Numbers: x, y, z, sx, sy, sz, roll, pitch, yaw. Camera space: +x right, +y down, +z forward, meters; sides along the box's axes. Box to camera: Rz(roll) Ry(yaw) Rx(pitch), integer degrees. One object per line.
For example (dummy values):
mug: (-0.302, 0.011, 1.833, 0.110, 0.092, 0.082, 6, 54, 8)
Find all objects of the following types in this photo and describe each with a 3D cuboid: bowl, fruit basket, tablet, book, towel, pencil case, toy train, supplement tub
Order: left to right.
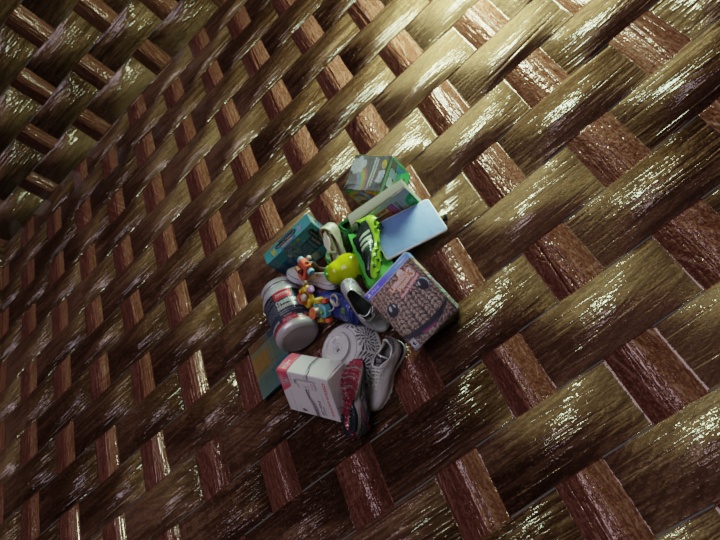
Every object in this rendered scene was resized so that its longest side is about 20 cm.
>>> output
towel: (-0.283, 0.289, 1.786, 0.146, 0.022, 0.202, -40, 50, 14)
supplement tub: (-0.222, 0.134, 1.731, 0.140, 0.140, 0.202, -41, 52, 13)
toy train: (-0.144, 0.062, 1.625, 0.201, 0.055, 0.153, 49, 139, 30)
pencil case: (-0.061, 0.102, 1.651, 0.198, 0.085, 0.081, 15, 107, 50)
bowl: (-0.044, 0.230, 1.589, 0.196, 0.094, 0.207, -15, 62, 29)
fruit basket: (0.000, 0.000, 1.617, 0.209, 0.156, 0.221, -10, 58, 16)
book: (0.078, -0.172, 1.656, 0.198, 0.133, 0.049, -34, 53, 20)
tablet: (0.136, -0.118, 1.592, 0.196, 0.014, 0.132, -26, 56, -4)

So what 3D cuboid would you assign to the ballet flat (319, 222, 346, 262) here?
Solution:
ballet flat: (-0.074, -0.045, 1.696, 0.068, 0.069, 0.205, -22, 89, 25)

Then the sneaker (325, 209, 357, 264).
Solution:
sneaker: (-0.053, -0.111, 1.755, 0.202, 0.083, 0.074, -53, 50, 5)

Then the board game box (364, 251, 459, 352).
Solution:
board game box: (0.136, 0.081, 1.467, 0.200, 0.097, 0.160, 45, 99, 9)

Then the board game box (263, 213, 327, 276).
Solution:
board game box: (-0.190, -0.070, 1.793, 0.199, 0.150, 0.047, -42, 51, 12)

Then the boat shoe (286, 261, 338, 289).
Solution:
boat shoe: (-0.149, 0.004, 1.709, 0.196, 0.070, 0.072, 13, 122, 35)

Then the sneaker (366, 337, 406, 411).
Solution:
sneaker: (0.052, 0.277, 1.504, 0.075, 0.080, 0.206, 17, 87, 34)

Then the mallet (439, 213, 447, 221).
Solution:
mallet: (0.158, -0.134, 1.639, 0.196, 0.041, 0.068, -26, 73, 20)

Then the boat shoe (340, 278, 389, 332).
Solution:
boat shoe: (0.013, 0.111, 1.529, 0.073, 0.200, 0.067, -40, 25, 12)

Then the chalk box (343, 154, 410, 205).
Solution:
chalk box: (0.070, -0.267, 1.712, 0.196, 0.123, 0.128, 12, 75, 38)

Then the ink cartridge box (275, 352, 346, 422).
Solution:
ink cartridge box: (-0.124, 0.323, 1.560, 0.196, 0.150, 0.083, 3, 30, 38)

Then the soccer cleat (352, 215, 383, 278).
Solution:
soccer cleat: (0.018, -0.062, 1.550, 0.079, 0.068, 0.205, -13, 54, 21)

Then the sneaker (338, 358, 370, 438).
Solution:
sneaker: (-0.008, 0.335, 1.480, 0.080, 0.073, 0.207, 9, 96, 54)
